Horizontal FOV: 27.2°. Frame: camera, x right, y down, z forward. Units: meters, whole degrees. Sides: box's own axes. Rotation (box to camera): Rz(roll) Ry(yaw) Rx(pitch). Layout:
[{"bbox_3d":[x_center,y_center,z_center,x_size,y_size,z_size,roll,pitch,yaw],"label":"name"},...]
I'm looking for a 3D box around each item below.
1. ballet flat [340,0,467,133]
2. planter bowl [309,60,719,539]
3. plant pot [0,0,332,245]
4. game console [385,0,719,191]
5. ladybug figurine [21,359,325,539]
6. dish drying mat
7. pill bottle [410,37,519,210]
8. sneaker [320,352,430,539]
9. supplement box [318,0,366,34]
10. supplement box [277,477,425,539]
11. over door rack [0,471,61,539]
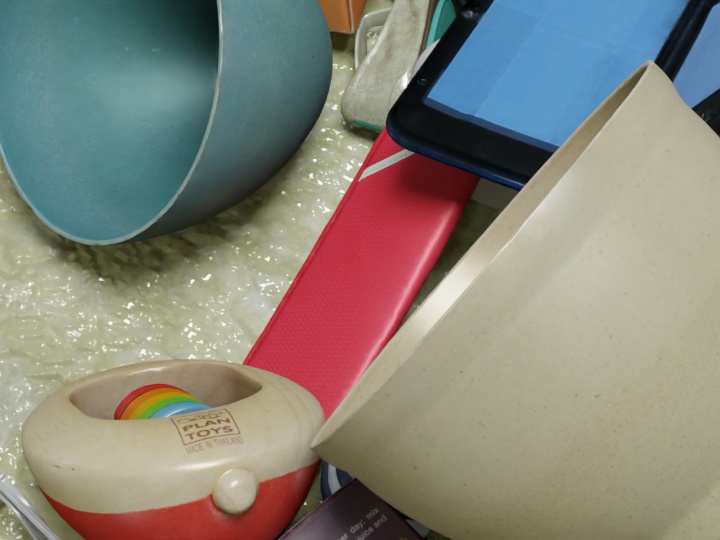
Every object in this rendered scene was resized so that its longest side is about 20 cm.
[{"bbox_3d":[0.034,-0.167,0.909,0.062,0.068,0.201,4,54,23],"label":"ballet flat"},{"bbox_3d":[0.095,0.038,0.586,0.135,0.200,0.200,41,64,0],"label":"planter bowl"},{"bbox_3d":[-0.093,-0.116,0.815,0.134,0.200,0.200,-3,50,-47],"label":"plant pot"},{"bbox_3d":[0.133,-0.127,0.718,0.118,0.171,0.200,39,54,-9],"label":"game console"},{"bbox_3d":[-0.085,0.090,0.690,0.135,0.200,0.072,-9,99,-17],"label":"ladybug figurine"},{"bbox_3d":[0.000,0.000,0.778,0.077,0.018,0.201,22,77,39],"label":"dish drying mat"},{"bbox_3d":[0.128,-0.124,0.853,0.104,0.104,0.200,41,57,21],"label":"pill bottle"},{"bbox_3d":[0.059,0.074,0.763,0.200,0.109,0.070,-14,51,-47],"label":"sneaker"},{"bbox_3d":[-0.092,-0.198,0.905,0.199,0.069,0.067,11,58,13],"label":"supplement box"},{"bbox_3d":[0.035,0.202,0.648,0.086,0.111,0.200,-37,66,-23],"label":"supplement box"},{"bbox_3d":[-0.171,0.184,0.667,0.148,0.067,0.200,-40,47,-23],"label":"over door rack"}]
